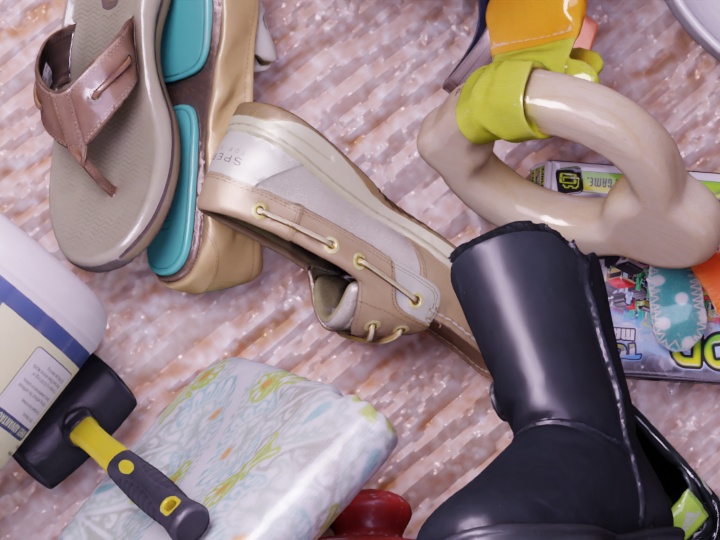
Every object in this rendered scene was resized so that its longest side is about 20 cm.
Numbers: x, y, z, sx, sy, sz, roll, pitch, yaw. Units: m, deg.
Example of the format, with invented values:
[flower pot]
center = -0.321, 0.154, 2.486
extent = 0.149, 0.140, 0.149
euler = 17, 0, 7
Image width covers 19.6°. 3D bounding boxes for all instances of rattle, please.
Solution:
[rattle]
center = 0.135, -0.065, 1.037
extent = 0.199, 0.130, 0.144
euler = 27, 45, -15

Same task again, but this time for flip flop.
[flip flop]
center = -0.130, -0.099, 1.018
extent = 0.057, 0.081, 0.202
euler = 13, 78, -53

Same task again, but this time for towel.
[towel]
center = -0.079, 0.117, 0.962
extent = 0.048, 0.200, 0.171
euler = 44, 79, -17

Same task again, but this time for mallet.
[mallet]
center = -0.119, 0.095, 0.959
extent = 0.066, 0.200, 0.041
euler = -41, 114, -4

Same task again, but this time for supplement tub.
[supplement tub]
center = -0.228, 0.057, 0.964
extent = 0.145, 0.145, 0.201
euler = 38, 81, -6

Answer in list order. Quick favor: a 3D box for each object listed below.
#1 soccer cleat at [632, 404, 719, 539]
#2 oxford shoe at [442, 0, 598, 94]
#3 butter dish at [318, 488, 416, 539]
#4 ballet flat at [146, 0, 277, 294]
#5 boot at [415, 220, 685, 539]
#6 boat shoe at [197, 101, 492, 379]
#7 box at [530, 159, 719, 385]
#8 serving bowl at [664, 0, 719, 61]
[soccer cleat]
center = 0.163, 0.137, 1.059
extent = 0.067, 0.081, 0.200
euler = -44, 94, -9
[oxford shoe]
center = 0.096, -0.175, 1.073
extent = 0.072, 0.071, 0.202
euler = 16, 85, -4
[butter dish]
center = 0.004, 0.177, 0.996
extent = 0.198, 0.200, 0.149
euler = 6, 62, -11
[ballet flat]
center = -0.073, -0.089, 1.051
extent = 0.063, 0.068, 0.202
euler = 5, 88, -37
[boot]
center = 0.069, 0.062, 0.935
extent = 0.076, 0.199, 0.170
euler = -27, 70, 29
[boat shoe]
center = 0.000, 0.000, 1.029
extent = 0.200, 0.074, 0.067
euler = 39, 75, -21
[box]
center = 0.186, 0.005, 1.095
extent = 0.198, 0.035, 0.111
euler = 4, 86, -10
[serving bowl]
center = 0.235, -0.188, 1.099
extent = 0.198, 0.066, 0.202
euler = 1, 86, -10
